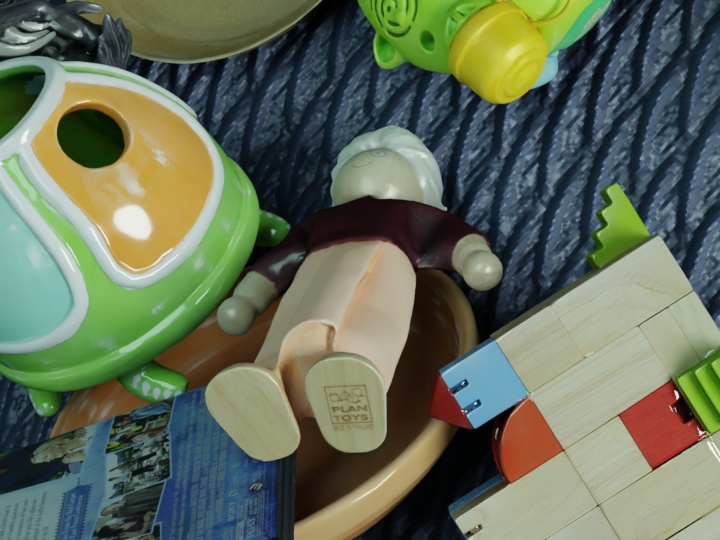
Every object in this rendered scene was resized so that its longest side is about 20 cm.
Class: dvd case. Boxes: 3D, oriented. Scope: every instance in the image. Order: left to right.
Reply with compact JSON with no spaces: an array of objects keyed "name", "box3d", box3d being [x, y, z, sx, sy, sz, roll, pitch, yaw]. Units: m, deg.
[{"name":"dvd case","box3d":[-0.120,0.106,0.865,0.199,0.018,0.143,-19,26,8]}]

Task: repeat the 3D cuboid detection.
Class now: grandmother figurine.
[{"name":"grandmother figurine","box3d":[0.000,0.000,0.903,0.121,0.200,0.061,1,121,10]}]

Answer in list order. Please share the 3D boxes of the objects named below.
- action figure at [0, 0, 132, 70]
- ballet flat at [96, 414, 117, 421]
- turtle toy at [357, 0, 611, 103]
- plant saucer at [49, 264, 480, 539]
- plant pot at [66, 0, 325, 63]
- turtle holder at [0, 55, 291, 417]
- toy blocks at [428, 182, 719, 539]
[{"name":"action figure","box3d":[-0.175,-0.099,1.056,0.102,0.119,0.200,-25,52,-27]},{"name":"ballet flat","box3d":[-0.165,0.148,1.017,0.071,0.071,0.200,30,89,29]},{"name":"turtle toy","box3d":[0.077,-0.163,0.952,0.200,0.101,0.146,-48,63,8]},{"name":"plant saucer","box3d":[-0.040,0.065,0.938,0.199,0.038,0.200,-16,33,11]},{"name":"plant pot","box3d":[-0.067,-0.194,1.076,0.199,0.027,0.201,-8,73,25]},{"name":"turtle holder","box3d":[-0.136,-0.029,0.959,0.141,0.132,0.185,-46,35,-10]},{"name":"toy blocks","box3d":[0.097,0.086,0.854,0.136,0.100,0.200,-32,90,0]}]
